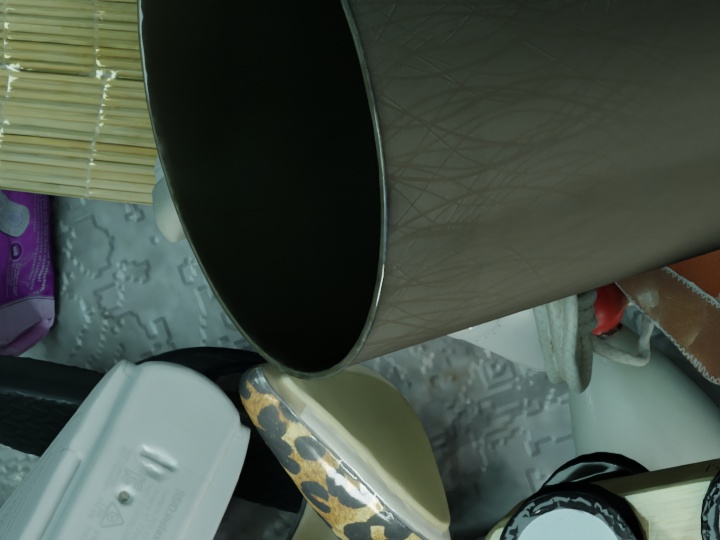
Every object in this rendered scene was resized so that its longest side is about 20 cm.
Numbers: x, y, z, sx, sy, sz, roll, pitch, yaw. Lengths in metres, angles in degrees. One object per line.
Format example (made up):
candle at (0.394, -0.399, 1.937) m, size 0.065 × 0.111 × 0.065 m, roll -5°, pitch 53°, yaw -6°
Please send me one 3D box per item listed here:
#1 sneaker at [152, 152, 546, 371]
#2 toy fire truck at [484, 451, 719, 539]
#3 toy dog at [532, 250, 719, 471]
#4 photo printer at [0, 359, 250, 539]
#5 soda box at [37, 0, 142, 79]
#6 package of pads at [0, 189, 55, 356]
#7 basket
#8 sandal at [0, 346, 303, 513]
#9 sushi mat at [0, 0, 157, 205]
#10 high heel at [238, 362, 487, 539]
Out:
sneaker at (0.000, 0.000, 0.923) m, size 0.200 × 0.099 × 0.078 m, roll 29°, pitch 148°, yaw -19°
toy fire truck at (0.147, 0.149, 0.793) m, size 0.176 × 0.129 × 0.200 m, roll -13°, pitch 90°, yaw 12°
toy dog at (0.123, 0.042, 0.898) m, size 0.096 × 0.132 × 0.200 m, roll -9°, pitch 122°, yaw 8°
photo printer at (-0.125, 0.140, 0.964) m, size 0.069 × 0.166 × 0.200 m, roll 30°, pitch 148°, yaw -8°
soda box at (-0.046, -0.102, 0.986) m, size 0.200 × 0.063 × 0.068 m, roll 13°, pitch 100°, yaw 22°
package of pads at (-0.234, -0.025, 1.070) m, size 0.200 × 0.076 × 0.121 m, roll 2°, pitch 98°, yaw 23°
basket at (0.053, -0.061, 0.782) m, size 0.180 × 0.200 × 0.136 m, roll 64°, pitch 146°, yaw 30°
sandal at (-0.066, 0.055, 1.007) m, size 0.200 × 0.075 × 0.048 m, roll 11°, pitch 59°, yaw 13°
sushi mat at (-0.143, -0.080, 0.982) m, size 0.200 × 0.012 × 0.096 m, roll 6°, pitch 93°, yaw 20°
high heel at (-0.029, 0.105, 0.938) m, size 0.143 × 0.200 × 0.071 m, roll -26°, pitch 50°, yaw 20°
